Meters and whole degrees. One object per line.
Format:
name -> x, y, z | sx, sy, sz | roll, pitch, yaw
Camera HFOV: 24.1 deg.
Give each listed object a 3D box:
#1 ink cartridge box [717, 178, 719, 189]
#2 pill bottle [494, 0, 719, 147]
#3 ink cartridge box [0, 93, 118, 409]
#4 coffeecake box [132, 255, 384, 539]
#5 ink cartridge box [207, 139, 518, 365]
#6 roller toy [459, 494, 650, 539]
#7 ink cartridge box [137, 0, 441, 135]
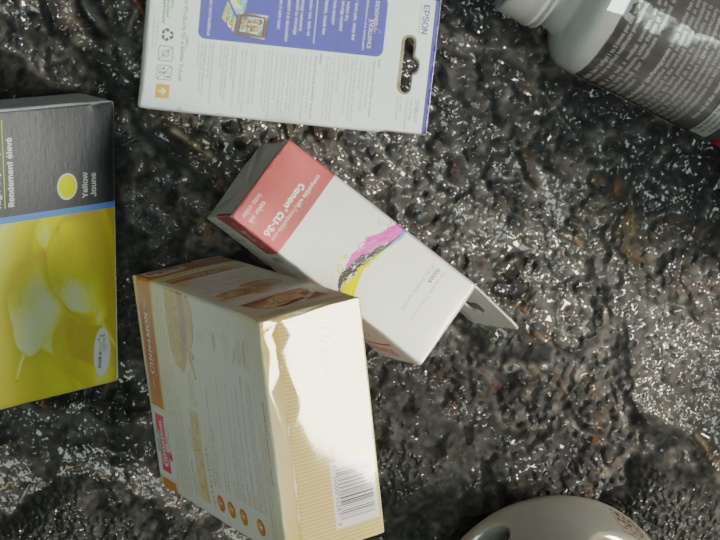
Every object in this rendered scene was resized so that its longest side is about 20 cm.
ink cartridge box -> 0.355, -0.069, 1.134 | 0.199, 0.145, 0.085 | -23, 85, 0
pill bottle -> 0.194, -0.167, 1.123 | 0.199, 0.111, 0.111 | 25, 99, -10
ink cartridge box -> -0.242, -0.008, 1.088 | 0.047, 0.199, 0.199 | 11, 105, 36
coffeecake box -> -0.071, 0.083, 1.101 | 0.073, 0.200, 0.155 | -13, 104, -28
ink cartridge box -> 0.000, 0.000, 1.132 | 0.200, 0.116, 0.068 | 38, 84, -11
roller toy -> 0.146, 0.260, 1.193 | 0.198, 0.140, 0.184 | -11, 113, -5
ink cartridge box -> -0.049, -0.149, 1.144 | 0.198, 0.037, 0.095 | 6, 100, -4
